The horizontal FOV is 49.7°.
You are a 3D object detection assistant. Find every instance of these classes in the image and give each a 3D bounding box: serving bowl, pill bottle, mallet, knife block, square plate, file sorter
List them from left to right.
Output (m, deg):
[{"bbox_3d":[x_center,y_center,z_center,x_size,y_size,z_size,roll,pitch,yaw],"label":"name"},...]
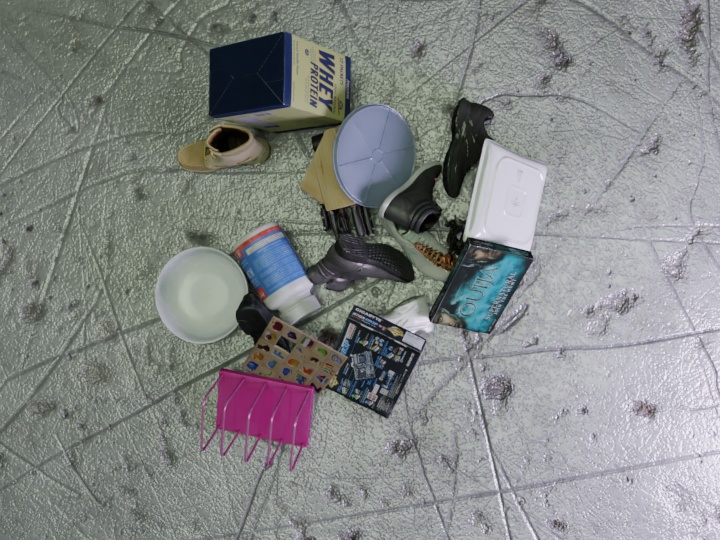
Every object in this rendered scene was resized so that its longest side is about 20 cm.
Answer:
[{"bbox_3d":[-0.324,0.051,1.629,0.199,0.066,0.201,0,89,7],"label":"serving bowl"},{"bbox_3d":[-0.210,0.303,1.560,0.199,0.125,0.139,10,111,7],"label":"file sorter"},{"bbox_3d":[-0.166,0.011,1.586,0.112,0.112,0.200,-32,84,6],"label":"pill bottle"},{"bbox_3d":[-0.063,-0.188,1.617,0.066,0.041,0.201,-3,93,8],"label":"mallet"},{"bbox_3d":[-0.023,-0.163,1.547,0.175,0.064,0.200,35,118,12],"label":"knife block"},{"bbox_3d":[0.289,-0.133,1.503,0.028,0.200,0.199,13,91,48],"label":"square plate"}]

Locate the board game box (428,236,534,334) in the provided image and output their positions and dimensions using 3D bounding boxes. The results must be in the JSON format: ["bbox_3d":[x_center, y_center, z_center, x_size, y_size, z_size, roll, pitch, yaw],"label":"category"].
[{"bbox_3d":[0.229,0.033,1.502,0.135,0.028,0.200,11,126,-16],"label":"board game box"}]

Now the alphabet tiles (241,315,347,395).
[{"bbox_3d":[-0.142,0.194,1.566,0.167,0.008,0.200,30,128,-7],"label":"alphabet tiles"}]

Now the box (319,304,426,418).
[{"bbox_3d":[0.022,0.184,1.539,0.159,0.046,0.200,25,126,5],"label":"box"}]

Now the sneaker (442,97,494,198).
[{"bbox_3d":[0.218,-0.242,1.564,0.090,0.076,0.201,12,94,-2],"label":"sneaker"}]

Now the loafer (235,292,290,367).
[{"bbox_3d":[-0.187,0.131,1.589,0.073,0.072,0.200,-15,121,11],"label":"loafer"}]

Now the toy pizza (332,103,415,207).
[{"bbox_3d":[0.025,-0.224,1.518,0.200,0.032,0.201,-7,102,-35],"label":"toy pizza"}]

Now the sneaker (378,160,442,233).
[{"bbox_3d":[0.128,-0.139,1.531,0.099,0.071,0.200,35,51,14],"label":"sneaker"}]

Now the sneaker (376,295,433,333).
[{"bbox_3d":[0.058,0.129,1.575,0.199,0.078,0.100,-24,91,8],"label":"sneaker"}]

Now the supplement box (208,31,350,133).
[{"bbox_3d":[-0.155,-0.357,1.515,0.199,0.200,0.135,1,89,36],"label":"supplement box"}]

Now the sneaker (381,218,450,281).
[{"bbox_3d":[0.114,-0.052,1.568,0.200,0.080,0.070,44,93,5],"label":"sneaker"}]

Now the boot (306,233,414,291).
[{"bbox_3d":[0.000,0.000,1.583,0.200,0.070,0.132,23,134,-26],"label":"boot"}]

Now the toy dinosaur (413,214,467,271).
[{"bbox_3d":[0.204,-0.036,1.528,0.102,0.200,0.136,4,86,46],"label":"toy dinosaur"}]

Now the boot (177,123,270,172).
[{"bbox_3d":[-0.297,-0.249,1.585,0.199,0.155,0.073,-3,89,7],"label":"boot"}]

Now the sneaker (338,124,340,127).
[{"bbox_3d":[0.018,-0.248,1.589,0.084,0.075,0.201,-23,96,8],"label":"sneaker"}]
